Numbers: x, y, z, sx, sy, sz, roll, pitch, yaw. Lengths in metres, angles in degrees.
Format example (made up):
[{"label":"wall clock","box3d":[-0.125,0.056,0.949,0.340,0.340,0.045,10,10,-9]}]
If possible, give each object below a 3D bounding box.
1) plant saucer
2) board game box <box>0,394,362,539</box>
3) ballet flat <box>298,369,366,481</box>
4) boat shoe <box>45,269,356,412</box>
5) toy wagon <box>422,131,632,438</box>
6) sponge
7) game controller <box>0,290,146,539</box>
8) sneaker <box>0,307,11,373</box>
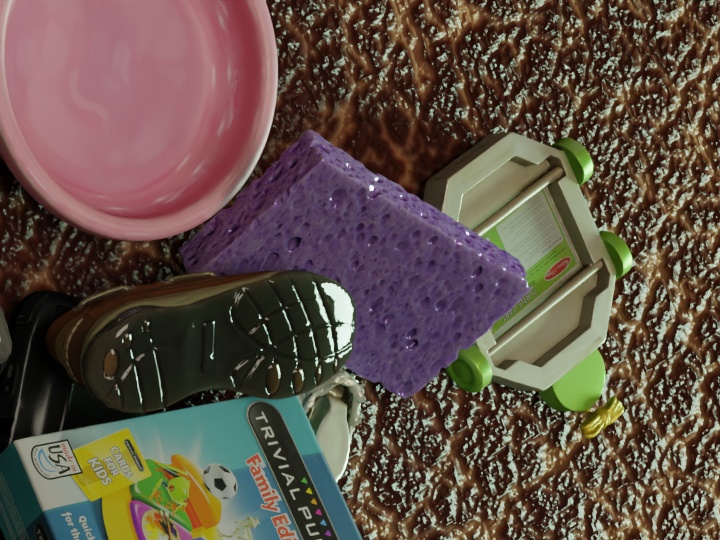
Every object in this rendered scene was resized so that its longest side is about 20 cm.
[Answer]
[{"label":"plant saucer","box3d":[-0.140,-0.117,1.728,0.200,0.051,0.202,1,89,-39]},{"label":"board game box","box3d":[-0.093,0.154,1.670,0.199,0.047,0.152,-9,66,-41]},{"label":"ballet flat","box3d":[-0.047,0.144,1.784,0.072,0.072,0.201,28,73,-34]},{"label":"boat shoe","box3d":[-0.090,0.031,1.708,0.199,0.074,0.076,-3,106,-44]},{"label":"toy wagon","box3d":[0.108,0.016,1.926,0.155,0.039,0.201,-36,111,-33]},{"label":"sponge","box3d":[0.000,0.000,1.788,0.112,0.030,0.200,-43,135,18]},{"label":"game controller","box3d":[-0.171,0.115,1.710,0.104,0.042,0.201,23,75,-50]},{"label":"sneaker","box3d":[-0.222,0.015,1.612,0.066,0.090,0.201,-3,101,-39]}]
